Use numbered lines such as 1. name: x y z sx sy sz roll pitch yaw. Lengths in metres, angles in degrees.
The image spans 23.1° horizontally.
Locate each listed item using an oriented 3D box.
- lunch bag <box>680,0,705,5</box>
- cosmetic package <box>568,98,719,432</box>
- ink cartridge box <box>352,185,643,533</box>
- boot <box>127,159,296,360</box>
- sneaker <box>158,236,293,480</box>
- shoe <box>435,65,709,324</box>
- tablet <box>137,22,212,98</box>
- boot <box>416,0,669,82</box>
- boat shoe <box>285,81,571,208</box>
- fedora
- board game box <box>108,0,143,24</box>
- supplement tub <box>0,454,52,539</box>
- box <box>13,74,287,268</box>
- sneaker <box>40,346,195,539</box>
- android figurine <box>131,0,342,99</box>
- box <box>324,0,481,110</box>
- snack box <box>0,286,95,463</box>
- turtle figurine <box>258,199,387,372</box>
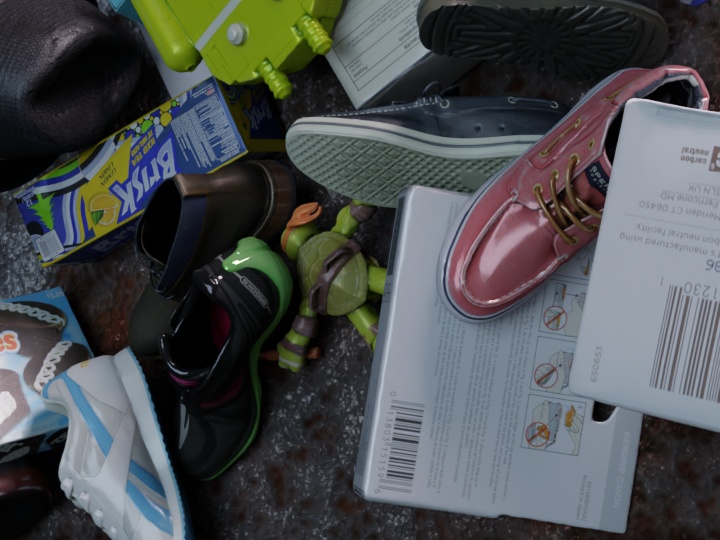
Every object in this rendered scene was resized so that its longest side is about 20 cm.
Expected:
1. lunch bag: 0.163 -0.284 1.085 0.127 0.170 0.200 -41 63 20
2. cosmetic package: 0.241 0.010 0.982 0.167 0.200 0.167 11 90 31
3. ink cartridge box: 0.096 0.057 1.131 0.173 0.044 0.201 9 88 -9
4. boot: -0.137 -0.007 1.255 0.200 0.097 0.075 -51 58 31
5. sneaker: -0.109 0.064 1.231 0.077 0.084 0.201 39 131 33
6. shoe: 0.127 -0.048 1.068 0.071 0.091 0.200 45 83 -8
7. tablet: -0.079 -0.208 1.311 0.200 0.014 0.131 -35 67 22
8. boot: 0.108 -0.227 1.164 0.073 0.181 0.201 117 158 -49
9. boat shoe: 0.051 -0.084 1.162 0.199 0.075 0.062 2 52 8
10. fedora: -0.226 -0.140 1.284 0.091 0.200 0.202 14 91 28
11. board game box: -0.143 -0.309 1.335 0.200 0.047 0.151 -46 59 17
12. supplement tub: -0.322 0.113 1.360 0.107 0.107 0.201 -39 65 21
13. box: -0.155 -0.071 1.301 0.199 0.070 0.065 -26 82 25
14. sneaker: -0.168 0.160 1.262 0.080 0.077 0.201 -18 73 -6
15. android figurine: -0.083 -0.210 1.195 0.182 0.041 0.201 -42 69 34
16. box: 0.000 -0.211 1.213 0.095 0.078 0.201 -34 74 21
17. snack box: -0.291 0.087 1.297 0.117 0.199 0.037 61 144 21
18. turtle figurine: 0.000 0.000 1.206 0.161 0.064 0.201 35 102 29
